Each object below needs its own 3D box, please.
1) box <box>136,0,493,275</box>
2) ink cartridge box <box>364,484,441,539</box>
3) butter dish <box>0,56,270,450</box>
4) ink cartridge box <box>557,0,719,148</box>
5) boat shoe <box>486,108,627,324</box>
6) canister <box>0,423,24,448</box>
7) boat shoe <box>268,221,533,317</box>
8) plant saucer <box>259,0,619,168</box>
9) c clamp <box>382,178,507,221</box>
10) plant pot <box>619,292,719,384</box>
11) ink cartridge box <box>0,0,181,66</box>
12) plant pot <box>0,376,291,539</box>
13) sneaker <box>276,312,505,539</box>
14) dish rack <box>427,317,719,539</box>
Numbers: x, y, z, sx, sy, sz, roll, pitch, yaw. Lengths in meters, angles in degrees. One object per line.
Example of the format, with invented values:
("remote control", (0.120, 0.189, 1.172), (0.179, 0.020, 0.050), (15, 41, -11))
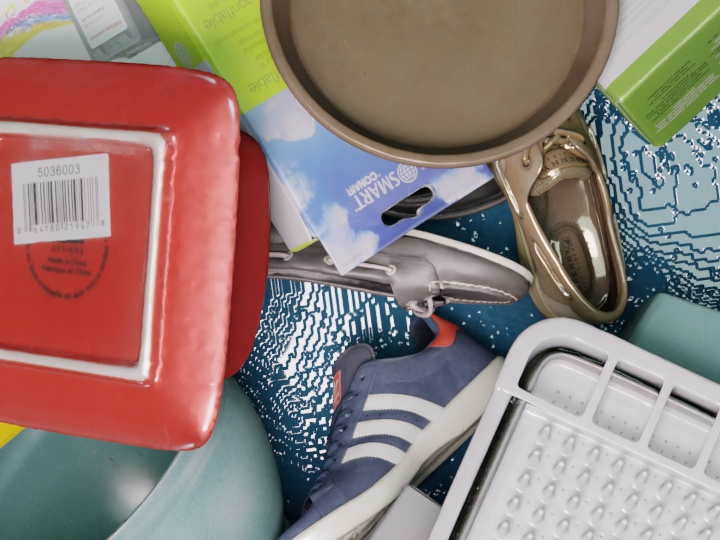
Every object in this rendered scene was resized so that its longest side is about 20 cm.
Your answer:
("box", (-0.026, -0.107, 1.493), (0.122, 0.048, 0.201), (-33, 94, -23))
("ink cartridge box", (-0.008, 0.234, 1.473), (0.083, 0.147, 0.200), (36, 136, 1))
("butter dish", (-0.118, -0.012, 1.443), (0.199, 0.148, 0.201), (6, 94, 34))
("ink cartridge box", (0.155, -0.196, 1.523), (0.148, 0.076, 0.200), (-42, 60, 5))
("boat shoe", (0.111, -0.065, 1.524), (0.071, 0.064, 0.201), (-24, 97, -16))
("canister", (-0.280, 0.072, 1.542), (0.200, 0.087, 0.149), (-40, 68, 3))
("boat shoe", (0.000, 0.000, 1.541), (0.199, 0.067, 0.057), (15, 80, 9))
("plant saucer", (0.043, -0.150, 1.458), (0.199, 0.029, 0.201), (0, 76, -2))
("c clamp", (0.010, -0.115, 1.549), (0.170, 0.027, 0.201), (-27, 94, -9))
("plant pot", (0.180, 0.122, 1.508), (0.141, 0.141, 0.201), (19, 87, 2))
("ink cartridge box", (-0.179, -0.150, 1.535), (0.147, 0.086, 0.201), (-24, 91, 4))
("plant pot", (-0.121, 0.148, 1.512), (0.200, 0.200, 0.134), (-41, 118, 5))
("sneaker", (0.000, 0.097, 1.517), (0.084, 0.075, 0.200), (43, 54, 8))
("dish rack", (0.128, 0.142, 1.404), (0.171, 0.044, 0.201), (25, 70, 2))
